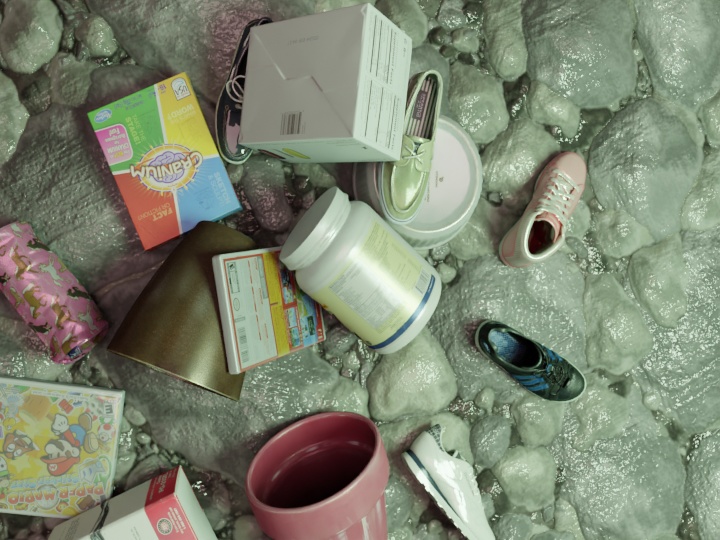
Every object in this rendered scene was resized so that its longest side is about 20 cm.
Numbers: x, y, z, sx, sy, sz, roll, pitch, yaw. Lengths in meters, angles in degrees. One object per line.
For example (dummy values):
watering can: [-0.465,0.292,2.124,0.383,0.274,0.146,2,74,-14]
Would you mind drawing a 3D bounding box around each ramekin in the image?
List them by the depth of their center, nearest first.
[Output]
ramekin: [0.087,-0.133,0.897,0.195,0.094,0.211,0,91,-7]

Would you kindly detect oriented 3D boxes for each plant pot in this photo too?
plant pot: [-0.214,0.046,0.839,0.182,0.187,0.206,21,74,-6]
plant pot: [-0.041,0.329,0.852,0.194,0.200,0.185,-19,108,-6]

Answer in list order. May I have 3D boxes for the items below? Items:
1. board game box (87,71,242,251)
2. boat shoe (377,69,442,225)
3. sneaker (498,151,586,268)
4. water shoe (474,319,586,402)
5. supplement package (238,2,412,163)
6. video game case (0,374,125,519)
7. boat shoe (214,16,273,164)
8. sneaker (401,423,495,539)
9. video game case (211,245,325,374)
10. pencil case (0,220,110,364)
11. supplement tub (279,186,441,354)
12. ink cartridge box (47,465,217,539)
board game box: [-0.275,-0.153,0.882,0.149,0.040,0.205,-24,93,-6]
boat shoe: [0.065,-0.164,0.815,0.069,0.062,0.208,9,90,-6]
sneaker: [0.287,-0.091,0.917,0.074,0.105,0.203,35,86,-4]
water shoe: [0.261,0.145,0.929,0.196,0.079,0.073,28,88,-6]
supplement package: [-0.047,-0.231,0.805,0.195,0.109,0.162,6,89,36]
video game case: [-0.445,0.252,0.879,0.193,0.023,0.189,8,90,-7]
boat shoe: [-0.157,-0.255,0.880,0.073,0.061,0.207,18,89,-24]
sneaker: [0.147,0.330,0.926,0.080,0.076,0.202,-39,96,-14]
video game case: [-0.117,0.043,0.840,0.017,0.198,0.149,-7,93,31]
pencil case: [-0.436,0.031,0.848,0.082,0.087,0.202,-35,95,27]
supplement tub: [0.000,0.000,0.849,0.199,0.145,0.146,41,86,-17]
ink cartridge box: [-0.312,0.391,0.854,0.195,0.084,0.149,-24,104,-6]
